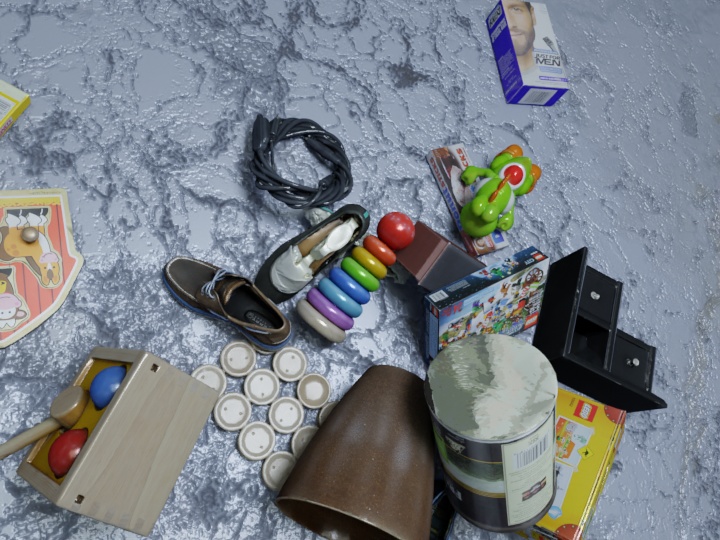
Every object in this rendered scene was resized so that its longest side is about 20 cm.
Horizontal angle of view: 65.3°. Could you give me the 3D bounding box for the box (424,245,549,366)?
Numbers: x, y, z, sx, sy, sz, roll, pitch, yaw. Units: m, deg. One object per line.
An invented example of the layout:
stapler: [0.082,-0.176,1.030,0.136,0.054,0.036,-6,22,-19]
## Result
box: [0.186,0.060,0.836,0.199,0.137,0.038,-23,42,-20]

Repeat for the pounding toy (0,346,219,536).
pounding toy: [-0.297,0.179,0.613,0.142,0.199,0.185,42,59,-33]

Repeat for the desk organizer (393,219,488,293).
desk organizer: [0.145,0.003,0.848,0.200,0.077,0.072,26,104,-44]

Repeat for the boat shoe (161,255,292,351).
boat shoe: [-0.175,0.031,0.750,0.199,0.072,0.072,28,63,2]

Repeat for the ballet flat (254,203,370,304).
ballet flat: [-0.070,-0.023,0.774,0.200,0.068,0.068,-41,101,0]

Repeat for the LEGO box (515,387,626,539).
LEGO box: [0.262,0.268,0.785,0.148,0.077,0.200,17,58,33]

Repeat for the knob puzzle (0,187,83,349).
knob puzzle: [-0.448,-0.005,0.688,0.218,0.030,0.221,7,73,-24]

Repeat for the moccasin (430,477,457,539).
moccasin: [0.070,0.364,0.730,0.080,0.068,0.201,29,65,-8]

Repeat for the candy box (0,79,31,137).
candy box: [-0.537,-0.179,0.730,0.102,0.026,0.201,28,65,-7]

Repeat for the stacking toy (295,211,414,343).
stacking toy: [0.000,0.000,0.784,0.085,0.085,0.200,38,90,-3]

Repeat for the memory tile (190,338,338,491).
memory tile: [-0.117,0.177,0.760,0.153,0.017,0.200,-39,87,-26]

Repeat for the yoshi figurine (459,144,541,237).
yoshi figurine: [0.220,-0.123,0.930,0.200,0.112,0.113,-44,132,-43]

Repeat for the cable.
cable: [-0.086,-0.158,0.852,0.162,0.051,0.201,13,44,-28]

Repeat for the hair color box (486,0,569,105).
hair color box: [0.327,-0.428,1.104,0.109,0.065,0.201,-3,71,-20]

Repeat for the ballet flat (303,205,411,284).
ballet flat: [-0.003,-0.036,0.849,0.199,0.072,0.072,25,65,-9]

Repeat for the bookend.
bookend: [0.403,0.101,0.927,0.199,0.092,0.200,27,65,-10]

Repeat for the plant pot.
plant pot: [0.019,0.228,0.703,0.186,0.187,0.201,29,56,-8]

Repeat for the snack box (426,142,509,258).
snack box: [0.183,-0.122,0.966,0.072,0.024,0.201,-17,78,-26]

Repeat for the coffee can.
coffee can: [0.162,0.198,0.680,0.145,0.201,0.147,-9,38,7]
